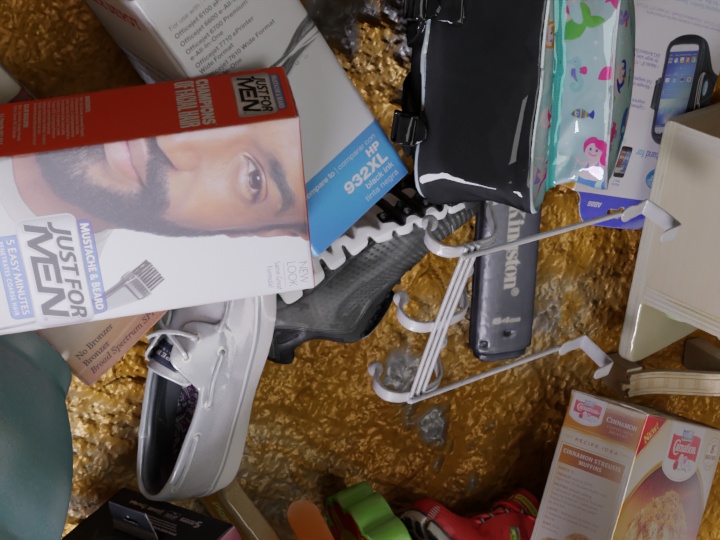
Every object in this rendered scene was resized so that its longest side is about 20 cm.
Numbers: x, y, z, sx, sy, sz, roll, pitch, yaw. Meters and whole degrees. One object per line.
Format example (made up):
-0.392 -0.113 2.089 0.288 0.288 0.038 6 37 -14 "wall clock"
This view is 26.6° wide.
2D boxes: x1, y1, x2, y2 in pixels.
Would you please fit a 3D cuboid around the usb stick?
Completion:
0.109 -0.029 1.126 0.055 0.033 0.202 -10 115 -27 "usb stick"

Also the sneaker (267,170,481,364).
0.000 0.000 1.059 0.198 0.066 0.091 -27 124 -13 "sneaker"

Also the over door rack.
0.108 0.015 1.073 0.198 0.067 0.149 -6 134 -28 "over door rack"

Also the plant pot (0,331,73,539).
-0.249 0.094 0.892 0.200 0.199 0.135 43 59 -35 "plant pot"

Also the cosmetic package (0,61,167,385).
-0.202 -0.039 0.910 0.103 0.087 0.200 -45 125 -4 "cosmetic package"

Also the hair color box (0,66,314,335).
-0.129 -0.036 0.822 0.197 0.064 0.112 -10 124 -7 "hair color box"

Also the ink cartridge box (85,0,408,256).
-0.078 -0.124 0.910 0.084 0.145 0.201 -41 124 -9 "ink cartridge box"

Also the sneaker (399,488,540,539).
0.105 0.208 1.205 0.199 0.077 0.086 34 85 -46 "sneaker"

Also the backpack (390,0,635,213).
0.100 -0.134 0.970 0.149 0.200 0.180 4 102 3 "backpack"

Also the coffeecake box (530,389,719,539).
0.204 0.207 1.207 0.153 0.073 0.202 16 90 -52 "coffeecake box"

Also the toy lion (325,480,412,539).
0.035 0.259 1.110 0.068 0.200 0.193 -24 139 -17 "toy lion"

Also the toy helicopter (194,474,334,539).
-0.063 0.201 1.076 0.201 0.132 0.079 57 49 -16 "toy helicopter"

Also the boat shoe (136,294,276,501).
-0.109 0.056 0.983 0.068 0.072 0.202 -12 124 -50 "boat shoe"

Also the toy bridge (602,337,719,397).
0.294 0.079 1.256 0.198 0.067 0.028 -10 115 -27 "toy bridge"

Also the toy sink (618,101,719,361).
0.291 -0.016 1.156 0.130 0.111 0.202 -18 125 -45 "toy sink"

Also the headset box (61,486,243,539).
-0.111 0.237 1.007 0.075 0.148 0.201 -40 115 -29 "headset box"

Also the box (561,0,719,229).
0.209 -0.132 1.131 0.118 0.041 0.202 5 109 -38 "box"
